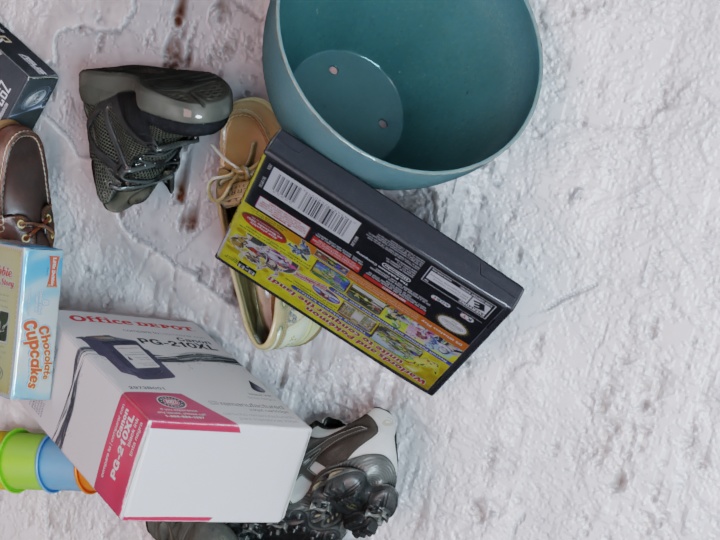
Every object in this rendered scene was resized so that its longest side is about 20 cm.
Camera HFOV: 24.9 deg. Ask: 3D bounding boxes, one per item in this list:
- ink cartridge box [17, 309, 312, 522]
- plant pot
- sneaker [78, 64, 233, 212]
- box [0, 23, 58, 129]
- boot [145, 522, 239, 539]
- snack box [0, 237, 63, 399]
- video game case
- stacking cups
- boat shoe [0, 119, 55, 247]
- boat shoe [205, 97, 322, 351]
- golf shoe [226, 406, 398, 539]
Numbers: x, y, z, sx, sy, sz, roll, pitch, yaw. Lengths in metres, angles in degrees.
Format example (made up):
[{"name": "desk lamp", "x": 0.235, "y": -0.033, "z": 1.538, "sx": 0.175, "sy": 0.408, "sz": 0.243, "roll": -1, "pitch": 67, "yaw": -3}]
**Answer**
[{"name": "ink cartridge box", "x": -0.154, "y": 0.109, "z": 1.250, "sx": 0.200, "sy": 0.144, "sz": 0.085, "roll": 35, "pitch": 112, "yaw": 49}, {"name": "plant pot", "x": 0.012, "y": -0.139, "z": 1.166, "sx": 0.201, "sy": 0.199, "sz": 0.135, "roll": 64, "pitch": 152, "yaw": 7}, {"name": "sneaker", "x": -0.158, "y": -0.101, "z": 1.286, "sx": 0.199, "sy": 0.076, "sz": 0.115, "roll": 12, "pitch": 111, "yaw": 52}, {"name": "box", "x": -0.372, "y": -0.135, "z": 1.436, "sx": 0.160, "sy": 0.043, "sz": 0.201, "roll": 40, "pitch": 112, "yaw": 19}, {"name": "boot", "x": -0.140, "y": 0.254, "z": 1.333, "sx": 0.131, "sy": 0.067, "sz": 0.201, "roll": 56, "pitch": 139, "yaw": 41}, {"name": "snack box", "x": -0.301, "y": 0.031, "z": 1.305, "sx": 0.199, "sy": 0.037, "sz": 0.117, "roll": 10, "pitch": 95, "yaw": 53}, {"name": "video game case", "x": 0.000, "y": 0.000, "z": 1.167, "sx": 0.199, "sy": 0.026, "sz": 0.181, "roll": 33, "pitch": 152, "yaw": -1}, {"name": "stacking cups", "x": -0.249, "y": 0.169, "z": 1.395, "sx": 0.199, "sy": 0.060, "sz": 0.061, "roll": 1, "pitch": 96, "yaw": 28}, {"name": "boat shoe", "x": -0.289, "y": -0.025, "z": 1.389, "sx": 0.070, "sy": 0.070, "sz": 0.201, "roll": 22, "pitch": 116, "yaw": 37}, {"name": "boat shoe", "x": -0.076, "y": -0.038, "z": 1.277, "sx": 0.073, "sy": 0.063, "sz": 0.201, "roll": -15, "pitch": 88, "yaw": 29}, {"name": "golf shoe", "x": -0.031, "y": 0.169, "z": 1.280, "sx": 0.200, "sy": 0.078, "sz": 0.095, "roll": -28, "pitch": 38, "yaw": 46}]
